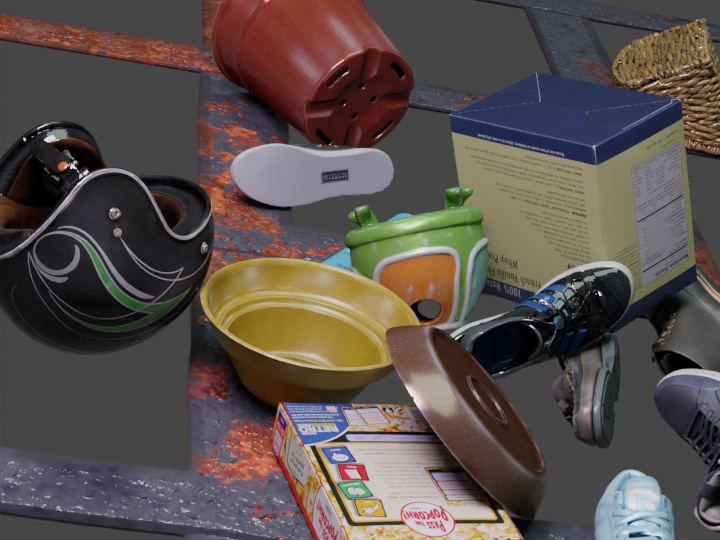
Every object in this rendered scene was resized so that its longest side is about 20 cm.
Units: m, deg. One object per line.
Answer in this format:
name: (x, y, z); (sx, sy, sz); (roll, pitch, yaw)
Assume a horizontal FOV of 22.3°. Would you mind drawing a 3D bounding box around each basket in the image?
basket: (0.428, -0.232, 2.483); (0.142, 0.149, 0.200); (-17, 21, 15)

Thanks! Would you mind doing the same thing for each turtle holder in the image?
turtle holder: (0.054, -0.004, 1.782); (0.141, 0.132, 0.185); (-12, 0, -19)

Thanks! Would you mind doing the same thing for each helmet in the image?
helmet: (-0.232, -0.021, 1.615); (0.191, 0.200, 0.200); (43, 5, -38)

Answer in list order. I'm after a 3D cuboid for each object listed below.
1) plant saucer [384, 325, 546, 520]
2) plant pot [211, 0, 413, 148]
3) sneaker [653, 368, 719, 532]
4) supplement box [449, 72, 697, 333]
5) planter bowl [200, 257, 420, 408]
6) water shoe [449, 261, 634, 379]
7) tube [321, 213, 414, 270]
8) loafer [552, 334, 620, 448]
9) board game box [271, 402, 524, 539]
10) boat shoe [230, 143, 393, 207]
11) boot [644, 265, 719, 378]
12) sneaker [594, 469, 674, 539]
plant saucer: (0.096, 0.119, 1.532); (0.200, 0.034, 0.200); (49, 11, -13)
plant pot: (-0.047, -0.250, 2.178); (0.200, 0.201, 0.195); (-6, 40, -33)
sneaker: (0.319, 0.161, 1.633); (0.202, 0.077, 0.146); (33, 30, 33)
supplement box: (0.215, -0.072, 1.835); (0.134, 0.200, 0.200); (-27, 30, -34)
planter bowl: (-0.051, 0.071, 1.636); (0.200, 0.084, 0.201); (10, 25, -5)
water shoe: (0.174, 0.058, 1.706); (0.200, 0.072, 0.079); (-27, 10, -3)
tube: (0.000, 0.000, 1.853); (0.077, 0.051, 0.200); (20, 32, 24)
loafer: (0.207, 0.115, 1.702); (0.063, 0.072, 0.200); (-3, 16, 13)
board game box: (0.026, 0.180, 1.496); (0.151, 0.046, 0.200); (2, 28, -21)
boat shoe: (-0.059, -0.108, 2.024); (0.200, 0.069, 0.057); (-2, 11, -30)
boot: (0.310, 0.050, 1.860); (0.200, 0.078, 0.138); (28, 35, 31)
sneaker: (0.214, 0.207, 1.435); (0.074, 0.082, 0.200); (0, 9, -1)
